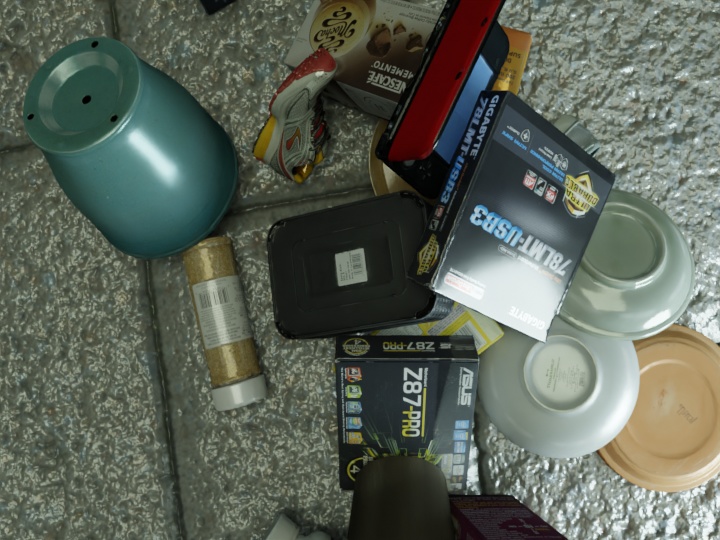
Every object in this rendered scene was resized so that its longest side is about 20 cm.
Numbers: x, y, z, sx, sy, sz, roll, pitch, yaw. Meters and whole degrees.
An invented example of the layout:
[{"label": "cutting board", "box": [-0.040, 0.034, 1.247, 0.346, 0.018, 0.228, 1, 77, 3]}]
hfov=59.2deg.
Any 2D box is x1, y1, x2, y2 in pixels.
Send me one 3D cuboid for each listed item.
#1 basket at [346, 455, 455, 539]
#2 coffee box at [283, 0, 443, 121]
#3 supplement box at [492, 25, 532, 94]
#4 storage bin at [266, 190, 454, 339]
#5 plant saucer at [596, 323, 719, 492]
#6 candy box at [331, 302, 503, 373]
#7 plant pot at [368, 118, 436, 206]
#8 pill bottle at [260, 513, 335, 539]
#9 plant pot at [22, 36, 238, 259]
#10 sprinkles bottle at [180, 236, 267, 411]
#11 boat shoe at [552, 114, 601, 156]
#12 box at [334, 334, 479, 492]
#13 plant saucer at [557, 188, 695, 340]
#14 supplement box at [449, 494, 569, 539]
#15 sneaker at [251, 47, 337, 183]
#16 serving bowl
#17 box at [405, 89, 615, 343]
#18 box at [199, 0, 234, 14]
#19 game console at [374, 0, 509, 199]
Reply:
[{"label": "basket", "box": [0.044, 0.318, 0.676, 0.133, 0.203, 0.181, -24, 127, 22]}, {"label": "coffee box", "box": [0.021, -0.249, 0.745, 0.197, 0.079, 0.115, 29, 90, 31]}, {"label": "supplement box", "box": [0.146, -0.181, 0.758, 0.065, 0.069, 0.206, 15, 90, 5]}, {"label": "storage bin", "box": [0.000, 0.000, 0.735, 0.194, 0.093, 0.140, -11, 81, 21]}, {"label": "plant saucer", "box": [0.375, 0.168, 0.779, 0.193, 0.032, 0.207, 0, 88, 2]}, {"label": "candy box", "box": [0.067, 0.097, 0.772, 0.199, 0.026, 0.103, -41, 82, 14]}, {"label": "plant pot", "box": [0.107, -0.137, 0.803, 0.193, 0.027, 0.207, 0, 87, 1]}, {"label": "pill bottle", "box": [-0.041, 0.383, 0.744, 0.198, 0.111, 0.112, 38, 89, 3]}, {"label": "plant pot", "box": [-0.261, -0.144, 0.708, 0.193, 0.189, 0.206, -4, 69, 10]}, {"label": "sprinkles bottle", "box": [-0.168, 0.064, 0.783, 0.066, 0.068, 0.206, -14, 87, 1]}, {"label": "boat shoe", "box": [0.210, -0.089, 0.745, 0.071, 0.070, 0.202, 37, 85, 17]}, {"label": "box", "box": [0.050, 0.169, 0.735, 0.156, 0.050, 0.205, 0, 120, -1]}, {"label": "plant saucer", "box": [0.297, -0.022, 0.741, 0.193, 0.051, 0.206, -1, 62, 3]}, {"label": "supplement box", "box": [0.158, 0.341, 0.689, 0.100, 0.200, 0.136, 2, 89, -9]}, {"label": "sneaker", "box": [-0.062, -0.176, 0.740, 0.081, 0.200, 0.079, 37, 61, -3]}, {"label": "serving bowl", "box": [0.234, 0.121, 0.751, 0.193, 0.066, 0.207, -1, 83, 11]}, {"label": "box", "box": [0.163, -0.048, 0.664, 0.197, 0.049, 0.203, 24, 89, -34]}, {"label": "box", "box": [-0.141, -0.431, 0.763, 0.196, 0.148, 0.109, -28, 87, 0]}, {"label": "game console", "box": [0.110, -0.178, 0.628, 0.117, 0.171, 0.204, 26, 89, 41]}]
